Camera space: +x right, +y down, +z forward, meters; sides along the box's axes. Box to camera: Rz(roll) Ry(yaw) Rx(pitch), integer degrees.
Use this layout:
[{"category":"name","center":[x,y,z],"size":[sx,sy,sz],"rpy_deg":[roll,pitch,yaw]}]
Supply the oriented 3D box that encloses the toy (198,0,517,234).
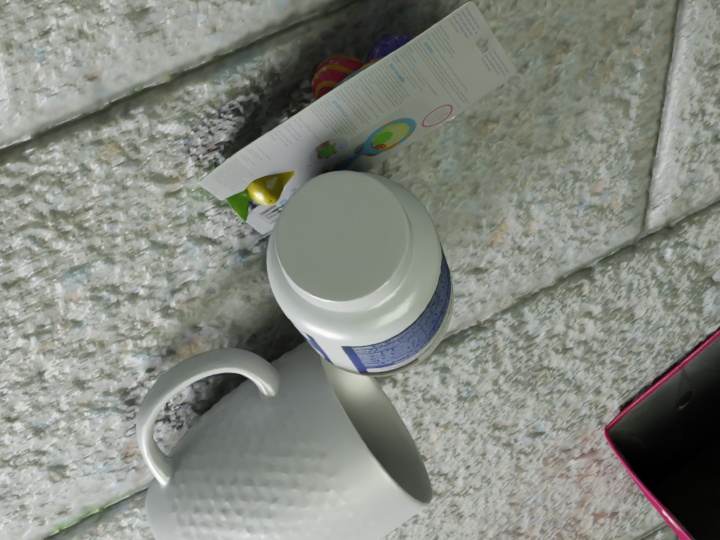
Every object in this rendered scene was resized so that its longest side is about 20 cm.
[{"category":"toy","center":[-0.007,-0.105,1.214],"size":[0.200,0.047,0.115],"rpy_deg":[-36,156,6]}]

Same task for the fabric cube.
[{"category":"fabric cube","center":[0.377,0.190,1.806],"size":[0.200,0.196,0.199],"rpy_deg":[-39,149,-1]}]

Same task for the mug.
[{"category":"mug","center":[-0.074,0.135,1.371],"size":[0.175,0.148,0.200],"rpy_deg":[-34,123,11]}]

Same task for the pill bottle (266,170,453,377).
[{"category":"pill bottle","center":[0.000,0.000,1.241],"size":[0.111,0.111,0.200],"rpy_deg":[-37,166,-2]}]
